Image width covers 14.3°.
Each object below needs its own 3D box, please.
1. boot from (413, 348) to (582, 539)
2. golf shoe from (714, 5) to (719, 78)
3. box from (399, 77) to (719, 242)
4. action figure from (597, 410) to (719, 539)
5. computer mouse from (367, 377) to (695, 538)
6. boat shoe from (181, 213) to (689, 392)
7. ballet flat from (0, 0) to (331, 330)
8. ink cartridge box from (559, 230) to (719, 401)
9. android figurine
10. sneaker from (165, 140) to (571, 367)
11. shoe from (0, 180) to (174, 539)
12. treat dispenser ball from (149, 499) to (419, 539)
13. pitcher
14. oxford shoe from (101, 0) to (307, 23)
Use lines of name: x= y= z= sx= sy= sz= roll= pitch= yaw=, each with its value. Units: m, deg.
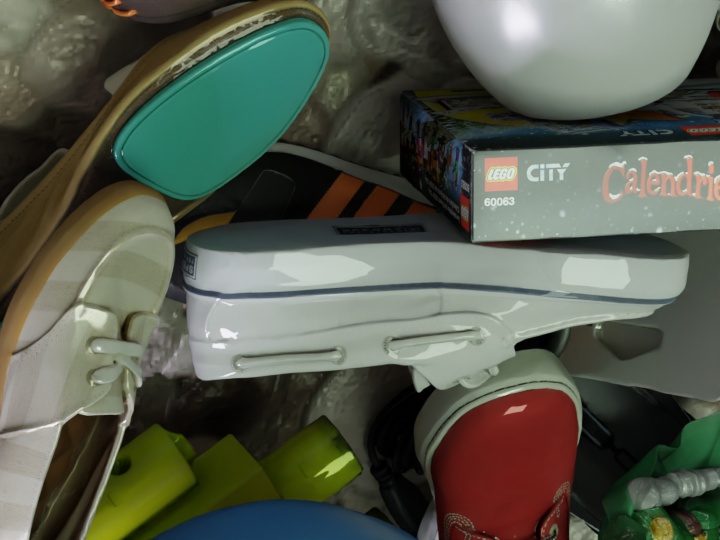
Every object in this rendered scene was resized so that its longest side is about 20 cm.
boot: x=0.071 y=0.134 z=1.206 sx=0.072 sy=0.145 sz=0.200 roll=-11 pitch=147 yaw=-8
golf shoe: x=0.178 y=-0.138 z=1.205 sx=0.088 sy=0.077 sz=0.200 roll=-27 pitch=142 yaw=3
box: x=0.126 y=-0.048 z=1.170 sx=0.199 sy=0.137 sz=0.038 roll=-3 pitch=104 yaw=-10
action figure: x=0.144 y=0.119 z=1.262 sx=0.200 sy=0.054 sz=0.119 roll=-7 pitch=94 yaw=-64
computer mouse: x=0.092 y=0.097 z=1.330 sx=0.140 sy=0.046 sz=0.200 roll=-42 pitch=130 yaw=-2
boat shoe: x=0.029 y=0.015 z=1.136 sx=0.199 sy=0.074 sz=0.066 roll=0 pitch=104 yaw=0
ballet flat: x=-0.096 y=-0.042 z=1.123 sx=0.200 sy=0.063 sz=0.069 roll=-46 pitch=137 yaw=8
ink cartridge box: x=0.194 y=0.019 z=1.264 sx=0.199 sy=0.145 sz=0.084 roll=8 pitch=89 yaw=-36
android figurine: x=-0.075 y=0.150 z=1.220 sx=0.200 sy=0.041 sz=0.182 roll=-37 pitch=130 yaw=-7
sneaker: x=0.000 y=0.000 z=1.190 sx=0.199 sy=0.090 sz=0.070 roll=7 pitch=114 yaw=-33
shoe: x=-0.111 y=0.062 z=1.095 sx=0.070 sy=0.053 sz=0.201 roll=1 pitch=117 yaw=-56
treat dispenser ball: x=-0.030 y=0.190 z=1.114 sx=0.200 sy=0.201 sz=0.202 roll=-14 pitch=124 yaw=-22
pitcher: x=0.096 y=-0.176 z=1.135 sx=0.171 sy=0.121 sz=0.201 roll=-29 pitch=121 yaw=-34
oxford shoe: x=-0.092 y=-0.123 z=1.077 sx=0.199 sy=0.071 sz=0.073 roll=-2 pitch=124 yaw=-30
